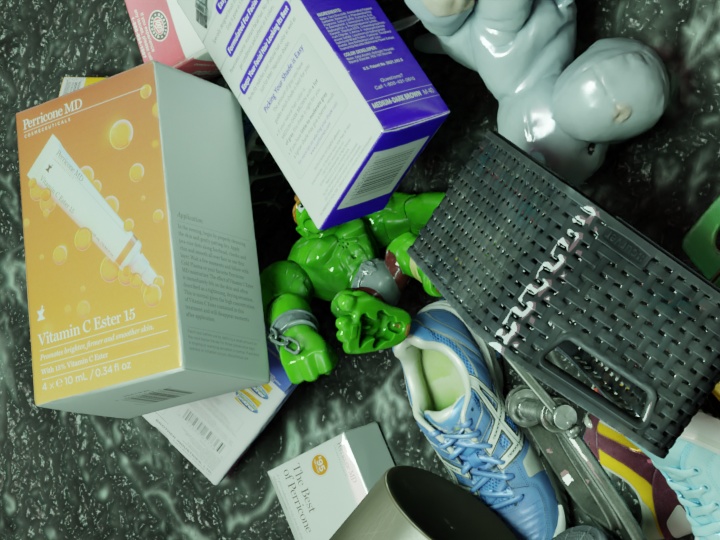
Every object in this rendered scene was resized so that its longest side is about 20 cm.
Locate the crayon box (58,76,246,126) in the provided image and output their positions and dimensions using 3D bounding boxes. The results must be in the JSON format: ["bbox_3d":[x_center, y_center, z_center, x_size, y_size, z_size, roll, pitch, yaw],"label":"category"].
[{"bbox_3d":[-0.170,-0.081,1.234,0.199,0.058,0.120,9,85,53],"label":"crayon box"}]

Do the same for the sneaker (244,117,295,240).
[{"bbox_3d":[-0.117,-0.053,1.247,0.090,0.078,0.201,45,114,27],"label":"sneaker"}]

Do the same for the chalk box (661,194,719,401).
[{"bbox_3d":[0.273,0.031,0.975,0.200,0.123,0.125,47,116,20],"label":"chalk box"}]

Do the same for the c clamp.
[{"bbox_3d":[0.129,0.107,1.041,0.027,0.200,0.171,-36,84,-4],"label":"c clamp"}]

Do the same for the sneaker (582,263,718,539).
[{"bbox_3d":[0.172,0.078,1.073,0.090,0.075,0.202,-28,78,25],"label":"sneaker"}]

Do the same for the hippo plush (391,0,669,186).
[{"bbox_3d":[0.104,-0.132,1.048,0.199,0.159,0.162,-31,77,30],"label":"hippo plush"}]

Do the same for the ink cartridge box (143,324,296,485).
[{"bbox_3d":[-0.110,0.070,1.210,0.119,0.042,0.200,42,145,4],"label":"ink cartridge box"}]

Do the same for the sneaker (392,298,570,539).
[{"bbox_3d":[0.077,0.119,1.136,0.075,0.077,0.201,-32,80,28],"label":"sneaker"}]

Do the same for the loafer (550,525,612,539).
[{"bbox_3d":[0.130,0.229,1.092,0.063,0.072,0.200,28,142,-9],"label":"loafer"}]

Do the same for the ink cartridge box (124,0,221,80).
[{"bbox_3d":[-0.080,-0.243,1.201,0.199,0.084,0.147,-22,83,34],"label":"ink cartridge box"}]

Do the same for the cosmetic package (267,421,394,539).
[{"bbox_3d":[0.009,0.221,1.203,0.082,0.050,0.202,-29,79,30],"label":"cosmetic package"}]

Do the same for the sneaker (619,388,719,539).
[{"bbox_3d":[0.224,0.147,0.985,0.199,0.074,0.082,34,79,-12],"label":"sneaker"}]

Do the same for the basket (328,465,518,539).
[{"bbox_3d":[0.013,0.242,1.088,0.201,0.179,0.136,-57,41,15],"label":"basket"}]

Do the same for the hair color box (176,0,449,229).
[{"bbox_3d":[-0.035,-0.142,1.072,0.201,0.064,0.109,57,141,17],"label":"hair color box"}]

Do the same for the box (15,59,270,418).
[{"bbox_3d":[-0.144,-0.016,1.078,0.123,0.097,0.202,-16,73,29],"label":"box"}]

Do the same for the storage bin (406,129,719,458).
[{"bbox_3d":[0.121,0.007,0.937,0.135,0.200,0.094,33,96,-18],"label":"storage bin"}]

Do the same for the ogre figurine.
[{"bbox_3d":[0.000,0.000,1.130,0.119,0.098,0.201,20,68,47],"label":"ogre figurine"}]
